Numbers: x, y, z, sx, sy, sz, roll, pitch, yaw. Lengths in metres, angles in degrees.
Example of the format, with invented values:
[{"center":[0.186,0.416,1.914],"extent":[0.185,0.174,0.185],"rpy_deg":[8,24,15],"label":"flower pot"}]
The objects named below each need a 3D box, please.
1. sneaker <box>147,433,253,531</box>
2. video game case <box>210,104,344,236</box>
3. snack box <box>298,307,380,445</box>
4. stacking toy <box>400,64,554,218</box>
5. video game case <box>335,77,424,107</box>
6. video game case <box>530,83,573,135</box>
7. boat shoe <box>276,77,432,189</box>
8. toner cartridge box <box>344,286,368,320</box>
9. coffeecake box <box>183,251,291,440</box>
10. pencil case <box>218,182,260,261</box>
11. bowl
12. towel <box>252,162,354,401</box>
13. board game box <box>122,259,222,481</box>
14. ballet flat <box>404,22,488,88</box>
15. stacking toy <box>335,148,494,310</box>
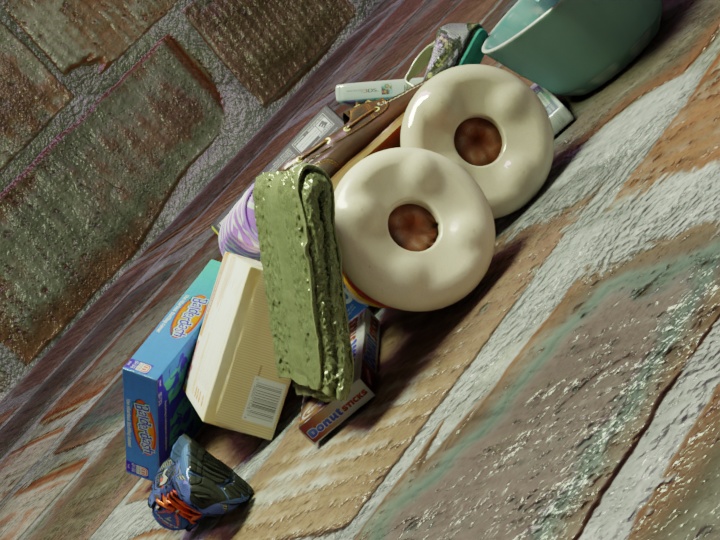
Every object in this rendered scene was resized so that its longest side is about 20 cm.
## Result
[{"center":[-0.149,0.201,1.459],"extent":[0.079,0.075,0.200],"rpy_deg":[-54,4,-8],"label":"sneaker"},{"center":[-0.054,-0.066,1.868],"extent":[0.200,0.025,0.181],"rpy_deg":[-46,55,3],"label":"video game case"},{"center":[-0.017,0.092,1.477],"extent":[0.072,0.024,0.200],"rpy_deg":[-39,11,12],"label":"snack box"},{"center":[0.096,-0.108,1.591],"extent":[0.146,0.146,0.200],"rpy_deg":[-45,1,-12],"label":"stacking toy"},{"center":[0.076,-0.204,1.877],"extent":[0.181,0.024,0.200],"rpy_deg":[-3,3,9],"label":"video game case"},{"center":[0.139,-0.124,1.740],"extent":[0.182,0.023,0.200],"rpy_deg":[-42,11,9],"label":"video game case"},{"center":[0.005,-0.133,1.605],"extent":[0.200,0.070,0.070],"rpy_deg":[-38,-22,-21],"label":"boat shoe"},{"center":[0.000,0.000,1.656],"extent":[0.200,0.043,0.095],"rpy_deg":[-51,13,-2],"label":"toner cartridge box"},{"center":[-0.112,0.070,1.614],"extent":[0.200,0.073,0.154],"rpy_deg":[-157,84,-77],"label":"coffeecake box"},{"center":[-0.101,-0.042,1.734],"extent":[0.084,0.086,0.200],"rpy_deg":[-25,-4,-13],"label":"pencil case"},{"center":[0.234,-0.257,1.690],"extent":[0.201,0.105,0.201],"rpy_deg":[-42,11,10],"label":"bowl"},{"center":[-0.047,0.012,1.380],"extent":[0.036,0.201,0.148],"rpy_deg":[-10,3,-20],"label":"towel"},{"center":[-0.188,0.107,1.761],"extent":[0.200,0.045,0.152],"rpy_deg":[-56,-22,-47],"label":"board game box"},{"center":[0.071,-0.178,1.731],"extent":[0.072,0.072,0.201],"rpy_deg":[-20,43,63],"label":"ballet flat"},{"center":[0.028,-0.010,1.471],"extent":[0.146,0.146,0.200],"rpy_deg":[-48,-4,-22],"label":"stacking toy"}]
